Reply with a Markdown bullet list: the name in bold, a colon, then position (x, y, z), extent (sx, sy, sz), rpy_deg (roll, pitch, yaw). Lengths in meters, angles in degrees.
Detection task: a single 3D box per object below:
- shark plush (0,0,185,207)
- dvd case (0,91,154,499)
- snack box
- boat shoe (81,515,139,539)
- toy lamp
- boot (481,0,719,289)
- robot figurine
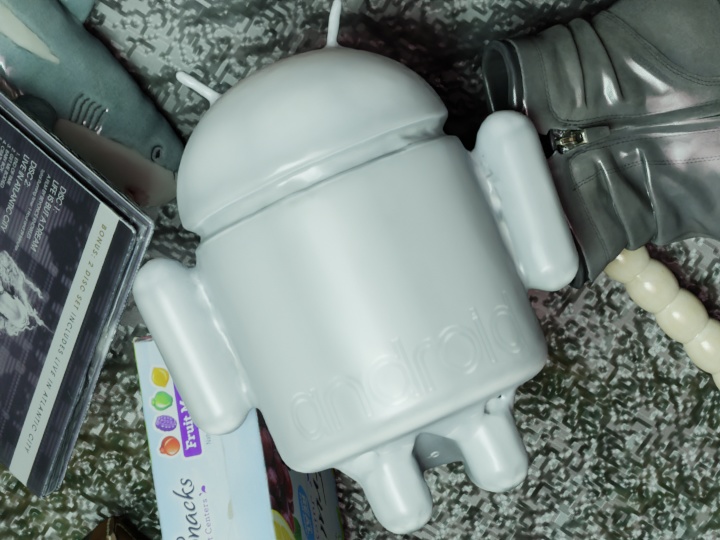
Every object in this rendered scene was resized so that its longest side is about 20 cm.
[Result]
- **shark plush**: position (-0.142, -0.113, 1.238), extent (0.083, 0.091, 0.201), rpy_deg (-23, 90, -12)
- **dvd case**: position (-0.177, -0.020, 1.212), extent (0.200, 0.016, 0.149), rpy_deg (40, 129, 22)
- **snack box**: position (-0.039, 0.133, 1.203), extent (0.053, 0.142, 0.201), rpy_deg (-11, 75, 8)
- **boat shoe**: position (-0.049, 0.185, 1.305), extent (0.074, 0.076, 0.200), rpy_deg (-36, 108, 8)
- **toy lamp**: position (0.140, 0.023, 1.236), extent (0.200, 0.058, 0.058), rpy_deg (44, 107, -7)
- **boot**: position (0.134, -0.023, 1.187), extent (0.131, 0.070, 0.201), rpy_deg (-29, 90, -19)
- **robot figurine**: position (0.000, 0.000, 1.126), extent (0.169, 0.113, 0.201), rpy_deg (-24, 87, -6)
